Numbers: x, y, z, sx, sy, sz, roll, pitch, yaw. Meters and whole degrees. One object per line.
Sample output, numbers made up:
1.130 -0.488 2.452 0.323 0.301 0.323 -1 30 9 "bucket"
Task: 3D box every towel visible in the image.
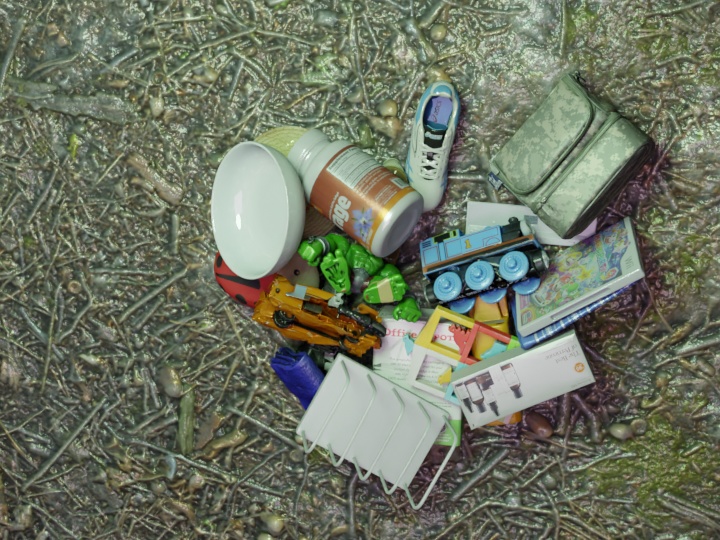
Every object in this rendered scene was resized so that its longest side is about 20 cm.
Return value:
0.313 0.031 1.617 0.199 0.145 0.024 -34 110 17 "towel"
-0.063 0.213 1.741 0.049 0.147 0.201 -41 102 -14 "towel"

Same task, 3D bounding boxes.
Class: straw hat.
-0.120 -0.119 1.703 0.199 0.085 0.203 3 105 12 "straw hat"

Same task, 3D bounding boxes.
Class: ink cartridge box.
0.095 0.165 1.730 0.144 0.084 0.202 4 105 11 "ink cartridge box"

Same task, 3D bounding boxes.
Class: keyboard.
0.261 -0.071 1.673 0.198 0.011 0.057 6 100 11 "keyboard"

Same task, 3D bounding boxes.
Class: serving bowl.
-0.142 -0.088 1.614 0.199 0.065 0.203 4 95 49 "serving bowl"

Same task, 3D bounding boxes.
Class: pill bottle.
-0.013 -0.119 1.604 0.199 0.112 0.113 38 110 18 "pill bottle"

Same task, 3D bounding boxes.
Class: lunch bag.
0.300 -0.164 1.579 0.168 0.139 0.200 45 109 15 "lunch bag"

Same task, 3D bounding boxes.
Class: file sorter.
0.025 0.243 1.623 0.199 0.125 0.140 29 95 -10 "file sorter"

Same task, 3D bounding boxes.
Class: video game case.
0.317 0.008 1.603 0.199 0.144 0.018 -29 116 23 "video game case"

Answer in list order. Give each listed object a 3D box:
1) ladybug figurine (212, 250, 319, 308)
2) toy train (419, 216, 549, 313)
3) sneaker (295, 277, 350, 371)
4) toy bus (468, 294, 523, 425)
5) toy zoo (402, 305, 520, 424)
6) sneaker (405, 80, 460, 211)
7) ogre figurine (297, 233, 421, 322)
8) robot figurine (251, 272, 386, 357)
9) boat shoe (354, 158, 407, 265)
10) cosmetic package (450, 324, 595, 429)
-0.159 0.006 1.728 0.198 0.072 0.137 7 115 32 "ladybug figurine"
0.185 -0.012 1.643 0.198 0.087 0.115 -18 61 21 "toy train"
-0.065 0.067 1.750 0.089 0.067 0.202 11 109 7 "sneaker"
0.209 0.133 1.700 0.064 0.078 0.202 -7 103 14 "toy bus"
0.157 0.138 1.656 0.198 0.020 0.132 22 106 2 "toy zoo"
0.106 -0.186 1.644 0.071 0.073 0.202 10 108 8 "sneaker"
0.000 0.000 1.637 0.198 0.120 0.099 11 110 -4 "ogre figurine"
-0.056 0.073 1.651 0.198 0.059 0.145 20 150 -15 "robot figurine"
0.031 -0.074 1.704 0.072 0.063 0.203 9 113 -2 "boat shoe"
0.239 0.159 1.612 0.198 0.051 0.083 -24 101 13 "cosmetic package"
